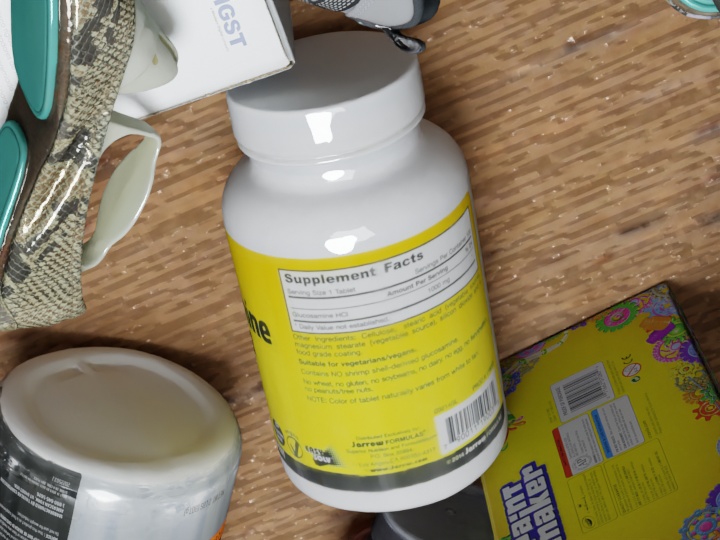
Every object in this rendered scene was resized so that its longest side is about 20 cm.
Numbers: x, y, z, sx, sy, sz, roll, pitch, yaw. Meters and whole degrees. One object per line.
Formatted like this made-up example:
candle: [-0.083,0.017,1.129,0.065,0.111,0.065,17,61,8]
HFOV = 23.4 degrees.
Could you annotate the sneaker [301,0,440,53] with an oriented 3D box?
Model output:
sneaker: [0.039,-0.176,0.636,0.140,0.078,0.201,28,112,5]

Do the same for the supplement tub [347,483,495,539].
supplement tub: [0.023,0.207,0.906,0.106,0.107,0.201,9,116,-10]

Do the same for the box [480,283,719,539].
box: [0.153,0.151,0.833,0.122,0.200,0.193,-27,116,10]

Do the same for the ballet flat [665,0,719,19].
ballet flat: [0.184,-0.195,0.720,0.072,0.072,0.201,27,101,-18]

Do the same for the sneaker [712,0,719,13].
sneaker: [0.110,-0.144,0.664,0.200,0.076,0.116,-8,83,29]

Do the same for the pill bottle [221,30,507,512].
pill bottle: [0.000,0.000,0.789,0.112,0.113,0.201,-11,118,1]

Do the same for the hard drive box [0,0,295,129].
hard drive box: [-0.146,-0.134,0.725,0.199,0.077,0.156,-17,118,5]

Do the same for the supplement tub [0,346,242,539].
supplement tub: [-0.134,0.149,0.852,0.122,0.123,0.201,10,118,-10]

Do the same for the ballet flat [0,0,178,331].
ballet flat: [-0.113,-0.061,0.695,0.075,0.068,0.201,-2,127,-29]
